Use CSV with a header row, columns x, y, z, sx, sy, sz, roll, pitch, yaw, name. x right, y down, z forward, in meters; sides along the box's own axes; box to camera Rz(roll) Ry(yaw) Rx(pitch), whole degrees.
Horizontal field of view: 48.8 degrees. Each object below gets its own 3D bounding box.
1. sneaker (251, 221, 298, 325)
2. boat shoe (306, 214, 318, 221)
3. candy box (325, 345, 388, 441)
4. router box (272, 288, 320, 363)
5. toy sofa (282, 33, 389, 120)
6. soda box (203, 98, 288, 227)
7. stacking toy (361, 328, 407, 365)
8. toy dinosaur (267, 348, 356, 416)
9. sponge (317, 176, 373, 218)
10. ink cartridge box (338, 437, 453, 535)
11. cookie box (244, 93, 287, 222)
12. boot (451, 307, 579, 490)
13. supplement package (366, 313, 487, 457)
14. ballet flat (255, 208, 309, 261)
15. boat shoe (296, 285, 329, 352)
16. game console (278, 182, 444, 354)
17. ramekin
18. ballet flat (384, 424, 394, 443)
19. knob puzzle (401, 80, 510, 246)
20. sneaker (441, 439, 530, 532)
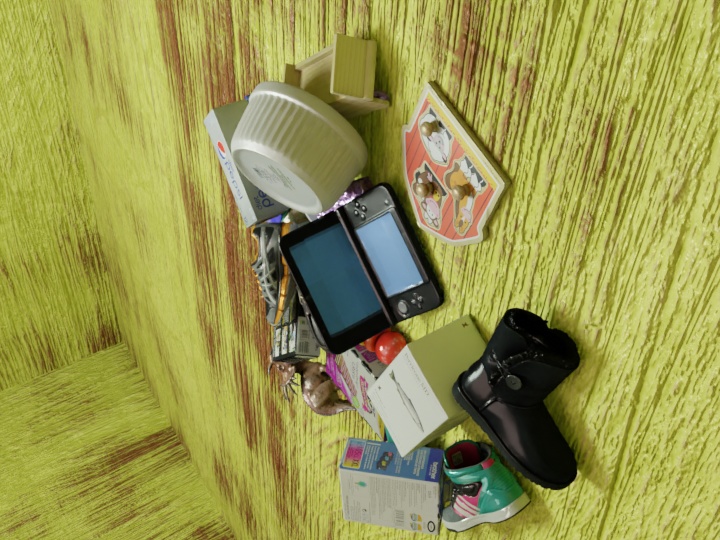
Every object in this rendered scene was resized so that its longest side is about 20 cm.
x,y,z,sx,sy,sz,roll,pitch,yaw,name
-0.152,0.002,1.379,0.079,0.076,0.203,-71,-11,-62,sneaker
-0.040,-0.060,1.335,0.202,0.068,0.057,64,-171,-7,boat shoe
0.011,0.186,1.413,0.200,0.060,0.138,44,145,40,candy box
-0.118,0.067,1.491,0.149,0.050,0.204,156,118,-64,router box
-0.037,-0.273,1.157,0.199,0.096,0.084,0,85,63,toy sofa
-0.194,-0.181,1.350,0.063,0.068,0.203,-20,91,64,soda box
0.003,0.092,1.343,0.199,0.085,0.086,38,141,40,stacking toy
-0.089,0.233,1.556,0.200,0.134,0.087,48,148,34,toy dinosaur
-0.006,-0.039,1.266,0.110,0.030,0.203,-9,102,39,sponge
0.070,0.357,1.305,0.196,0.077,0.138,7,128,13,ink cartridge box
-0.145,-0.190,1.413,0.172,0.074,0.201,56,152,23,cookie box
0.219,0.158,0.970,0.200,0.076,0.169,44,137,13,boot
0.107,0.171,1.153,0.118,0.116,0.201,60,152,17,supplement package
-0.121,-0.052,1.413,0.200,0.070,0.071,-49,63,33,ballet flat
-0.076,0.042,1.321,0.073,0.074,0.202,37,-151,-57,boat shoe
0.000,0.000,1.177,0.170,0.118,0.202,-25,93,49,game console
-0.096,-0.171,1.168,0.198,0.106,0.200,28,165,8,ramekin
0.079,0.313,1.368,0.068,0.069,0.202,-123,24,-44,ballet flat
0.102,-0.115,1.046,0.219,0.030,0.222,43,145,41,knob puzzle
0.160,0.321,1.199,0.122,0.083,0.200,59,145,8,sneaker
